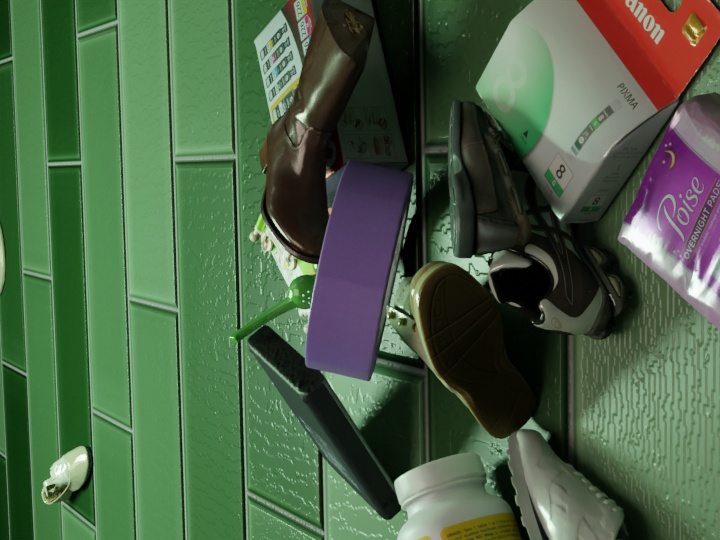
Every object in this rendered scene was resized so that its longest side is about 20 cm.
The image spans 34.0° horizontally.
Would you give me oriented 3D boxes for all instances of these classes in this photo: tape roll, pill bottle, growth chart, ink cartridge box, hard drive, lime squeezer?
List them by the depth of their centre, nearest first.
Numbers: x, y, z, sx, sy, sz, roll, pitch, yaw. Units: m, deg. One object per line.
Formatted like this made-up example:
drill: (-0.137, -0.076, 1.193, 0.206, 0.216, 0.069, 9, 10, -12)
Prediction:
ink cartridge box: (0.180, -0.164, 0.924, 0.162, 0.049, 0.201, 63, 145, 33)
pill bottle: (0.098, 0.273, 1.050, 0.112, 0.111, 0.202, -45, 55, 51)
tape roll: (0.000, 0.000, 1.126, 0.200, 0.065, 0.203, 12, -90, -87)
hard drive: (-0.036, 0.159, 1.231, 0.139, 0.033, 0.201, 35, 160, 53)
lime squeezer: (-0.053, 0.008, 1.242, 0.038, 0.200, 0.070, 46, 151, -13)
ink cartridge box: (-0.044, -0.174, 1.265, 0.175, 0.083, 0.203, -33, 66, 56)
growth chart: (-0.072, -0.028, 1.396, 0.201, 0.018, 0.146, 58, 139, 37)

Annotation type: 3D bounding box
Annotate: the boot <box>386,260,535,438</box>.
boot: (0.069, 0.043, 1.041, 0.155, 0.072, 0.201, 47, 172, 51)

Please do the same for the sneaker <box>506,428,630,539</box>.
sneaker: (0.175, 0.204, 0.962, 0.077, 0.080, 0.201, 56, -169, -40)

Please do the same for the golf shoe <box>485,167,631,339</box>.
golf shoe: (0.135, -0.022, 0.972, 0.200, 0.093, 0.079, 53, 137, 45)

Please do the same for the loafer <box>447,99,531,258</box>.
loafer: (0.104, -0.076, 0.978, 0.201, 0.062, 0.073, -86, -4, -53)

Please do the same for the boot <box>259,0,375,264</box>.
boot: (-0.033, -0.135, 1.109, 0.201, 0.063, 0.188, -58, 39, 37)

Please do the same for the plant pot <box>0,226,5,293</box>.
plant pot: (-0.923, -0.032, 2.675, 0.200, 0.181, 0.204, 13, 105, 58)

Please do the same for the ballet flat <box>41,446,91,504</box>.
ballet flat: (-0.562, 0.393, 2.230, 0.200, 0.069, 0.070, -51, 51, 49)

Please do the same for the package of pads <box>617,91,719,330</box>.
package of pads: (0.267, -0.017, 0.766, 0.200, 0.075, 0.122, 52, 133, 43)
